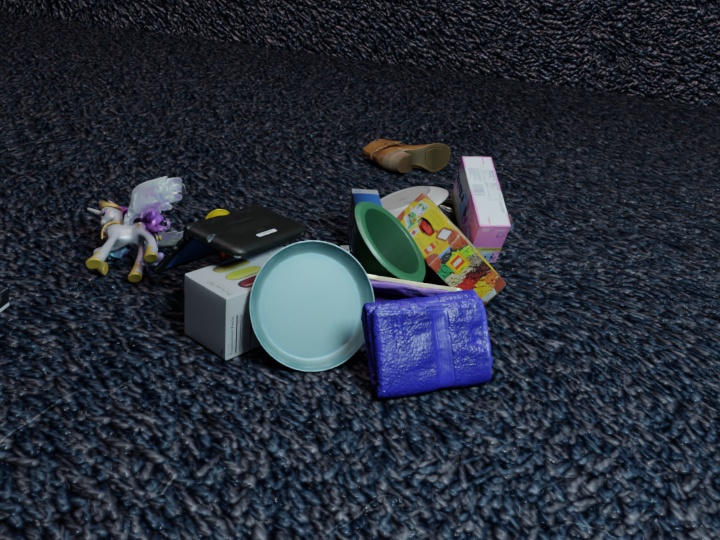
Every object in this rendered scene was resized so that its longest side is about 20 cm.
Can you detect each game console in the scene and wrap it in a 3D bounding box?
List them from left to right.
[{"bbox_3d":[-0.219,-0.034,1.528,0.175,0.117,0.200,24,25,24],"label":"game console"}]

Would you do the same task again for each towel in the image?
[{"bbox_3d":[0.105,0.109,1.366,0.198,0.149,0.050,-6,-10,-21],"label":"towel"}]

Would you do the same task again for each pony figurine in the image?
[{"bbox_3d":[-0.407,-0.072,1.647,0.191,0.168,0.201,-6,42,-7],"label":"pony figurine"}]

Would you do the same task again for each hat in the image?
[{"bbox_3d":[0.000,0.000,1.554,0.199,0.176,0.167,20,40,-48],"label":"hat"}]

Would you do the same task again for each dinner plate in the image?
[{"bbox_3d":[0.092,-0.145,1.937,0.198,0.024,0.200,-18,20,7],"label":"dinner plate"}]

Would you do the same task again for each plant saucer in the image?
[{"bbox_3d":[-0.076,0.055,1.399,0.198,0.202,0.027,-2,0,-16],"label":"plant saucer"}]

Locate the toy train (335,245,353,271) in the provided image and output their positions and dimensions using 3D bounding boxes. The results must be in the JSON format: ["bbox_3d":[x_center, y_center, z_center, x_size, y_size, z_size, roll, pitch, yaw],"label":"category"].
[{"bbox_3d":[-0.040,0.016,1.515,0.034,0.200,0.046,-1,66,-11],"label":"toy train"}]

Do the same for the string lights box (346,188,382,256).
[{"bbox_3d":[0.013,-0.077,1.772,0.058,0.104,0.200,3,25,-7],"label":"string lights box"}]

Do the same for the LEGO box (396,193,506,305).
[{"bbox_3d":[0.163,-0.036,1.658,0.149,0.077,0.200,43,9,-29],"label":"LEGO box"}]

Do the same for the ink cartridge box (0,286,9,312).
[{"bbox_3d":[-0.680,0.043,1.448,0.198,0.040,0.100,10,26,10],"label":"ink cartridge box"}]

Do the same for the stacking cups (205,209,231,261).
[{"bbox_3d":[-0.246,-0.047,1.717,0.060,0.061,0.200,-5,31,-22],"label":"stacking cups"}]

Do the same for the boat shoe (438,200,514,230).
[{"bbox_3d":[0.240,-0.120,1.947,0.198,0.073,0.072,0,26,-12],"label":"boat shoe"}]

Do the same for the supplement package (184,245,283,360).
[{"bbox_3d":[-0.175,0.047,1.463,0.113,0.111,0.199,25,31,36],"label":"supplement package"}]

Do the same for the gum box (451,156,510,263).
[{"bbox_3d":[0.239,-0.128,1.828,0.065,0.114,0.201,0,52,-10],"label":"gum box"}]

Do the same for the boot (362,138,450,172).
[{"bbox_3d":[0.118,-0.299,2.315,0.199,0.077,0.155,-21,31,-31],"label":"boot"}]

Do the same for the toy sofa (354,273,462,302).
[{"bbox_3d":[0.071,0.063,1.474,0.198,0.084,0.098,9,-9,5],"label":"toy sofa"}]
